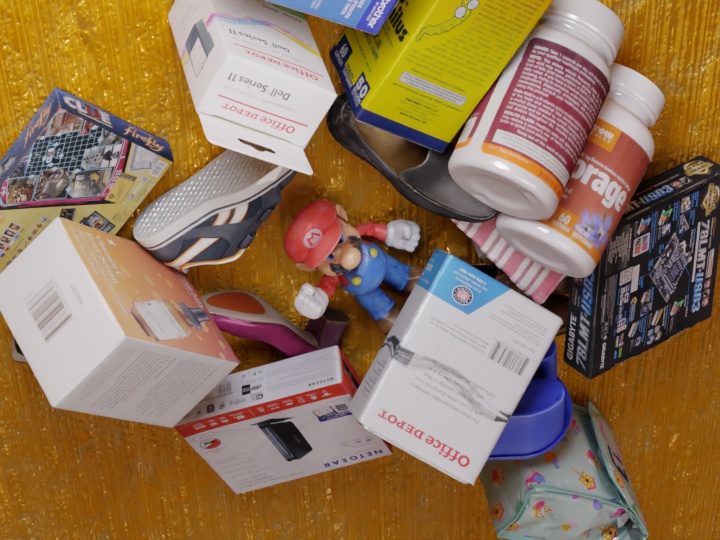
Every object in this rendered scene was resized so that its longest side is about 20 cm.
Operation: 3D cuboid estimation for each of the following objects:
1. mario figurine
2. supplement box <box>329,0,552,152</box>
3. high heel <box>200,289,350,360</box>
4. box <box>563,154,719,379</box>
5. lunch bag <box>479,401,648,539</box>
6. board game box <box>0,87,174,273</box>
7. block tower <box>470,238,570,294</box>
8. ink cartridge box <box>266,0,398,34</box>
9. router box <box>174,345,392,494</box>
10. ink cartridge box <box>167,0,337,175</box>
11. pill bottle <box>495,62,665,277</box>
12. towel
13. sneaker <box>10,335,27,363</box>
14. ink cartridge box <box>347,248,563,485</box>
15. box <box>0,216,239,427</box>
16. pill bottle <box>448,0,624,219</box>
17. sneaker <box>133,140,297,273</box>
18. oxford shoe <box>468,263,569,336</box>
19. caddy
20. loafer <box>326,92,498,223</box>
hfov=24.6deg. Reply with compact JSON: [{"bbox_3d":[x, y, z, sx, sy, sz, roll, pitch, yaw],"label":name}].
[{"bbox_3d":[0.000,0.000,1.726,0.105,0.125,0.200,-16,146,33],"label":"mario figurine"},{"bbox_3d":[0.075,-0.232,1.550,0.109,0.109,0.201,18,122,-32],"label":"supplement box"},{"bbox_3d":[-0.106,0.081,1.791,0.198,0.068,0.097,11,115,-31],"label":"high heel"},{"bbox_3d":[0.315,-0.003,1.815,0.197,0.050,0.202,-25,131,-31],"label":"box"},{"bbox_3d":[0.249,0.246,1.994,0.198,0.171,0.123,13,127,-23],"label":"lunch bag"},{"bbox_3d":[-0.294,-0.072,1.616,0.135,0.035,0.200,25,118,-35],"label":"board game box"},{"bbox_3d":[0.212,-0.019,1.827,0.199,0.054,0.058,20,121,-33],"label":"block tower"},{"bbox_3d":[-0.039,-0.289,1.439,0.198,0.137,0.077,15,130,-30],"label":"ink cartridge box"},{"bbox_3d":[-0.084,0.170,1.849,0.198,0.049,0.180,-16,144,13],"label":"router box"},{"bbox_3d":[-0.094,-0.182,1.472,0.116,0.201,0.068,16,124,-31],"label":"ink cartridge box"},{"bbox_3d":[0.227,-0.104,1.668,0.112,0.112,0.201,37,77,-39],"label":"pill bottle"},{"bbox_3d":[0.171,-0.075,1.732,0.200,0.030,0.147,42,82,-30],"label":"towel"},{"bbox_3d":[-0.285,0.105,1.759,0.087,0.076,0.200,-35,123,22],"label":"sneaker"},{"bbox_3d":[0.098,0.101,1.742,0.144,0.084,0.201,29,90,-11],"label":"ink cartridge box"},{"bbox_3d":[-0.240,0.055,1.623,0.106,0.153,0.200,-42,154,15],"label":"box"},{"bbox_3d":[0.173,-0.161,1.586,0.114,0.114,0.201,37,72,-40],"label":"pill bottle"},{"bbox_3d":[-0.127,-0.066,1.651,0.199,0.079,0.079,-28,130,22],"label":"sneaker"},{"bbox_3d":[0.164,0.030,1.846,0.198,0.072,0.072,7,123,-23],"label":"oxford shoe"},{"bbox_3d":[0.144,0.144,1.876,0.198,0.142,0.105,-2,141,-3],"label":"caddy"},{"bbox_3d":[0.057,-0.106,1.627,0.199,0.072,0.073,28,92,-10],"label":"loafer"}]
